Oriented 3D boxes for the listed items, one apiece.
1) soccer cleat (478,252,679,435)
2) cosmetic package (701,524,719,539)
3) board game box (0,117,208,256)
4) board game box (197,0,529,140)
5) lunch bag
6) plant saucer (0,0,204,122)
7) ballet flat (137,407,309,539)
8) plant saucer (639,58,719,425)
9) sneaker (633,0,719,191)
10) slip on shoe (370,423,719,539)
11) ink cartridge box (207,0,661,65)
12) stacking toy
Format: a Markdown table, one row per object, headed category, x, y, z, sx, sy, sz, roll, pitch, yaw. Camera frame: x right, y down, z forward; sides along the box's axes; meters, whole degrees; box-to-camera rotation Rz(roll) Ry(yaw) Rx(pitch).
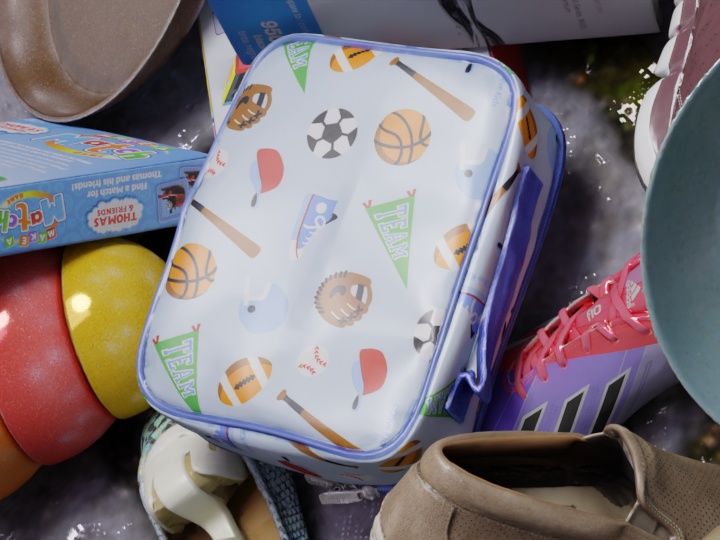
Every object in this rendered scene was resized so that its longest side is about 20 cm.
| category | x | y | z | sx | sy | sz | roll | pitch | yaw |
| --- | --- | --- | --- | --- | --- | --- | --- | --- | --- |
| soccer cleat | 0.111 | 0.025 | 1.094 | 0.200 | 0.073 | 0.068 | -27 | 58 | 20 |
| cosmetic package | 0.172 | 0.130 | 0.920 | 0.071 | 0.200 | 0.106 | -4 | 103 | 31 |
| board game box | -0.191 | -0.037 | 1.223 | 0.151 | 0.200 | 0.037 | 14 | 110 | 47 |
| board game box | -0.004 | -0.121 | 1.249 | 0.153 | 0.040 | 0.201 | -22 | 60 | 23 |
| lunch bag | 0.000 | 0.000 | 1.125 | 0.160 | 0.076 | 0.201 | 11 | 75 | 28 |
| plant saucer | -0.122 | -0.170 | 1.317 | 0.200 | 0.032 | 0.201 | -22 | 62 | 49 |
| ballet flat | -0.060 | 0.120 | 1.164 | 0.074 | 0.074 | 0.200 | -40 | 54 | 11 |
| plant saucer | 0.202 | -0.020 | 1.014 | 0.201 | 0.201 | 0.039 | -47 | 18 | 6 |
| sneaker | 0.185 | -0.119 | 1.093 | 0.115 | 0.076 | 0.201 | -4 | 75 | 55 |
| slip on shoe | 0.101 | 0.091 | 1.001 | 0.076 | 0.199 | 0.061 | -117 | 37 | -49 |
| ink cartridge box | 0.035 | -0.179 | 1.173 | 0.199 | 0.084 | 0.145 | -3 | 64 | 13 |
| stacking toy | -0.129 | 0.030 | 1.225 | 0.199 | 0.146 | 0.147 | -15 | 61 | 9 |
